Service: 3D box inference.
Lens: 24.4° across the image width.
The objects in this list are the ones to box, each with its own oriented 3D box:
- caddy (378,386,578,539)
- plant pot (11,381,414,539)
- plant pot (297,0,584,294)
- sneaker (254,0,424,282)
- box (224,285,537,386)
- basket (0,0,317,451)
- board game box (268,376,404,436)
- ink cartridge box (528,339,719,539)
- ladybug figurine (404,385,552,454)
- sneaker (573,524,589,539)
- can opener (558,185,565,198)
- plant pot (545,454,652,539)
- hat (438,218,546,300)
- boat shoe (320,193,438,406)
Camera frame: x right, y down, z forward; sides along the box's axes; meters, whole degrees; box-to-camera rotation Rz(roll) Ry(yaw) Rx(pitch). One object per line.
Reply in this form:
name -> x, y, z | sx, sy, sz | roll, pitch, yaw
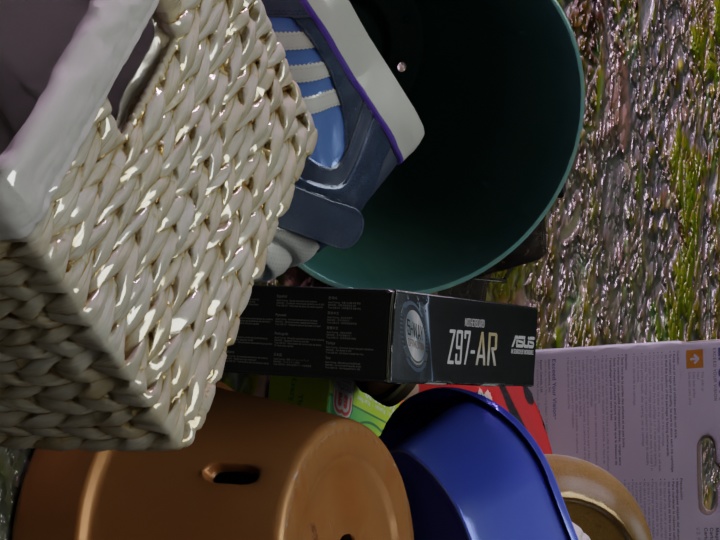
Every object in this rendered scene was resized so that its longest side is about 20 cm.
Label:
caddy -> 0.059, 0.169, 0.946 | 0.104, 0.141, 0.202 | -18, 85, -44
plant pot -> -0.062, 0.149, 0.859 | 0.199, 0.139, 0.203 | 14, 74, -59
plant pot -> 0.007, -0.108, 0.961 | 0.202, 0.199, 0.161 | 67, -8, -27
sneaker -> -0.069, -0.082, 0.805 | 0.146, 0.081, 0.200 | -43, 124, -6
box -> -0.029, 0.033, 0.873 | 0.160, 0.198, 0.044 | 8, 85, -58
basket -> -0.144, -0.046, 0.692 | 0.161, 0.198, 0.200 | 59, 39, -40
board game box -> -0.020, 0.167, 1.019 | 0.101, 0.047, 0.203 | 33, 58, -54
ink cartridge box -> 0.197, 0.155, 1.246 | 0.043, 0.198, 0.199 | 16, 72, -58
ladybug figurine -> 0.086, 0.123, 1.185 | 0.201, 0.071, 0.136 | 61, 38, -34
sneaker -> 0.090, 0.250, 1.067 | 0.145, 0.080, 0.203 | 10, 84, -16
can opener -> 0.114, -0.126, 1.294 | 0.079, 0.063, 0.201 | -101, 174, -51
plant pot -> 0.123, 0.228, 1.151 | 0.198, 0.027, 0.203 | -5, 104, -20
hat -> 0.096, -0.051, 1.199 | 0.200, 0.080, 0.203 | -4, 90, -69
boat shoe -> 0.000, 0.000, 1.038 | 0.068, 0.072, 0.201 | 32, 30, -26
